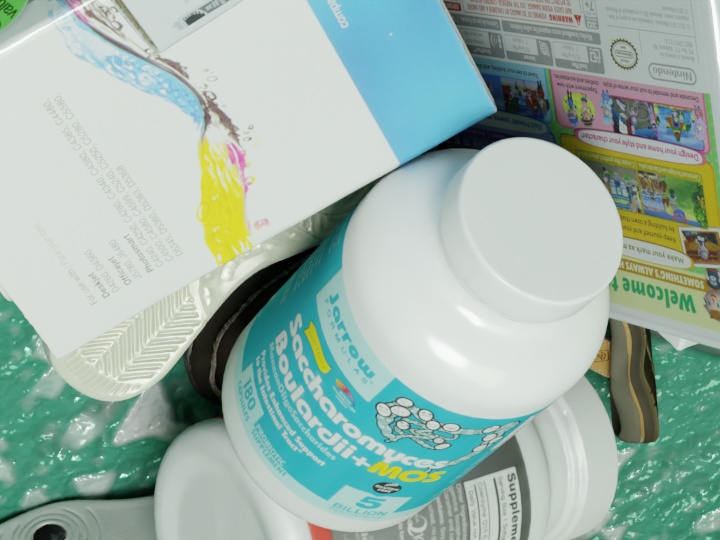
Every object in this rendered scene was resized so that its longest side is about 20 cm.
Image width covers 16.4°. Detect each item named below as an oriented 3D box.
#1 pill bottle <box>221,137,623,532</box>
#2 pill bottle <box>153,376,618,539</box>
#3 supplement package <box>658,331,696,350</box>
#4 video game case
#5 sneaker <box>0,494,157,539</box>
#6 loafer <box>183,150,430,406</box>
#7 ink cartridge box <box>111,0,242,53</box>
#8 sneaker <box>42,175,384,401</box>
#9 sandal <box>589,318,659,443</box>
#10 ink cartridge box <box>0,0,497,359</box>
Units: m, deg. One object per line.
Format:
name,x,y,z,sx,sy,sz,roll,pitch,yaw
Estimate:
pill bottle,0.027,0.023,1.002,0.111,0.111,0.200,2,153,-25
pill bottle,0.015,0.104,1.156,0.200,0.116,0.116,-15,135,-36
supplement package,0.179,-0.090,1.052,0.200,0.151,0.152,-17,134,-29
video game case,0.086,-0.070,0.988,0.022,0.200,0.183,-20,110,-30
sneaker,-0.101,0.165,1.227,0.200,0.073,0.112,-15,131,-14
loafer,0.000,0.000,1.132,0.200,0.071,0.073,-43,132,15
ink cartridge box,-0.022,-0.195,0.870,0.200,0.200,0.041,-31,137,7
sneaker,-0.060,-0.034,1.072,0.200,0.085,0.075,-38,117,3
sandal,0.111,0.011,1.203,0.054,0.082,0.200,-4,141,8
ink cartridge box,-0.081,-0.099,0.961,0.200,0.147,0.146,-30,134,2
